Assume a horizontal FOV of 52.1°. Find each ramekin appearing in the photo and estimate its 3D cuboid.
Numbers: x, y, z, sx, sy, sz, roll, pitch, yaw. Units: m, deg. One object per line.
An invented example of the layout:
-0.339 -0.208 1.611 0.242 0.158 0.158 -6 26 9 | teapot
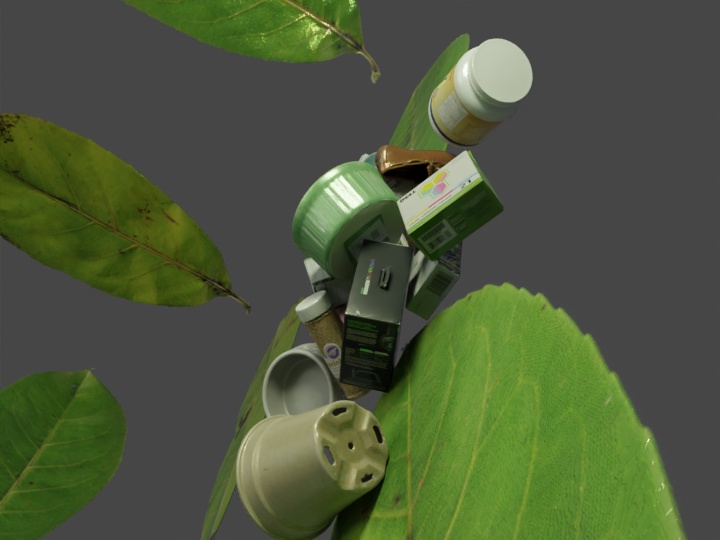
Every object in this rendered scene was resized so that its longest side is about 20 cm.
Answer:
-0.014 -0.080 1.297 0.198 0.098 0.202 -29 -35 -23 | ramekin

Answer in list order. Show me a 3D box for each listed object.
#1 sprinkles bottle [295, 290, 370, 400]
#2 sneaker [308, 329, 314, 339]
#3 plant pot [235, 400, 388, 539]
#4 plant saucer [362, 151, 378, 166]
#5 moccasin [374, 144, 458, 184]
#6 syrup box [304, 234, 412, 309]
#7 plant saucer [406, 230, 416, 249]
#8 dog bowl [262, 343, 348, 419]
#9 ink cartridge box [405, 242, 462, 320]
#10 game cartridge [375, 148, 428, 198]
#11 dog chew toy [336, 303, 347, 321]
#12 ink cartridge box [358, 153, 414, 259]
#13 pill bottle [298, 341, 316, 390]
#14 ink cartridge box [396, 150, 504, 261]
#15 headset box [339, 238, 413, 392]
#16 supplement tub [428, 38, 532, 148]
-0.043 0.138 1.356 0.067 0.202 0.068 -28 11 6 | sprinkles bottle
-0.070 0.120 1.584 0.079 0.074 0.200 -35 -2 -13 | sneaker
-0.061 0.291 1.118 0.183 0.199 0.202 -36 24 43 | plant pot
0.082 -0.162 1.535 0.039 0.198 0.203 121 172 -48 | plant saucer
0.126 -0.198 1.452 0.074 0.198 0.079 -50 43 45 | moccasin
0.000 0.000 1.412 0.082 0.197 0.080 -115 7 -52 | syrup box
0.144 -0.126 1.394 0.201 0.035 0.200 -51 -9 -11 | plant saucer
-0.110 0.244 1.447 0.058 0.199 0.202 9 -66 -58 | dog bowl
0.133 -0.018 1.297 0.110 0.050 0.201 -57 9 33 | ink cartridge box
0.088 -0.170 1.486 0.200 0.133 0.041 -42 -7 -45 | game cartridge
0.020 0.075 1.469 0.201 0.124 0.125 -58 6 -32 | dog chew toy
0.056 -0.135 1.593 0.083 0.198 0.148 -48 15 56 | ink cartridge box
-0.078 0.220 1.590 0.112 0.110 0.200 -60 10 12 | pill bottle
0.135 -0.133 1.233 0.147 0.076 0.201 -35 35 15 | ink cartridge box
0.027 0.072 1.253 0.202 0.091 0.176 95 -173 -45 | headset box
0.226 -0.333 1.399 0.146 0.143 0.200 -65 9 -19 | supplement tub
